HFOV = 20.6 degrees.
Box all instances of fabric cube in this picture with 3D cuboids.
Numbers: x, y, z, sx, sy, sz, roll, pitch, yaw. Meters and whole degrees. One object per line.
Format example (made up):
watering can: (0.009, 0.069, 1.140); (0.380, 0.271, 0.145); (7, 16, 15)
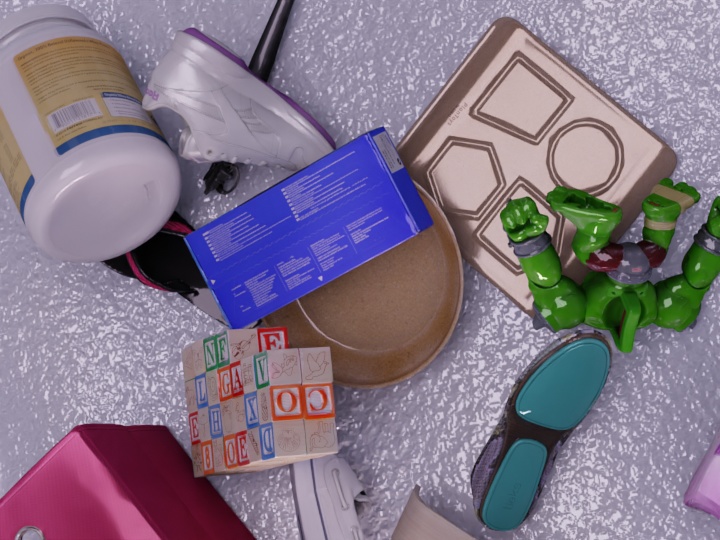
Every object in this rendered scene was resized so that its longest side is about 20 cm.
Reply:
fabric cube: (-0.209, 0.270, 1.692); (0.196, 0.200, 0.200); (-43, 75, 10)

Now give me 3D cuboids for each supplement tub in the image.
supplement tub: (-0.255, -0.123, 1.745); (0.144, 0.144, 0.201); (-38, 57, 12)

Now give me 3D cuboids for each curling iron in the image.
curling iron: (-0.094, -0.158, 1.770); (0.025, 0.050, 0.202); (22, 89, -23)

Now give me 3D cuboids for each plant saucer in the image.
plant saucer: (0.000, 0.000, 1.709); (0.198, 0.035, 0.202); (5, 103, 20)

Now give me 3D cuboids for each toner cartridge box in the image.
toner cartridge box: (-0.045, -0.034, 1.677); (0.199, 0.043, 0.096); (-27, 89, 24)

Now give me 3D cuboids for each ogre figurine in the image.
ogre figurine: (0.210, -0.005, 1.610); (0.098, 0.198, 0.121); (43, 136, 52)

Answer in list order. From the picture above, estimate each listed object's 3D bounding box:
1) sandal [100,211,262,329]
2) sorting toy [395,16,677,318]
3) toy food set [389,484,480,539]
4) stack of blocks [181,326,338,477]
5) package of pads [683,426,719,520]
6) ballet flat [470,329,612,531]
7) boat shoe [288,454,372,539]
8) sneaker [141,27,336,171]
sandal: (-0.169, -0.011, 1.779); (0.199, 0.045, 0.076); (27, 95, 18)
sorting toy: (0.142, -0.086, 1.690); (0.200, 0.036, 0.186); (41, 99, 12)
toy food set: (0.097, 0.292, 1.657); (0.199, 0.060, 0.145); (31, 107, 20)
stack of blocks: (-0.088, 0.108, 1.669); (0.058, 0.200, 0.116); (-2, 82, -25)
package of pads: (0.353, 0.129, 1.580); (0.120, 0.076, 0.201); (29, 95, 17)
ballet flat: (0.144, 0.121, 1.641); (0.072, 0.072, 0.202); (33, 114, 17)
boat shoe: (-0.023, 0.199, 1.695); (0.065, 0.074, 0.202); (-8, 63, -7)
sneaker: (-0.101, -0.120, 1.720); (0.199, 0.075, 0.100); (36, 91, -15)
